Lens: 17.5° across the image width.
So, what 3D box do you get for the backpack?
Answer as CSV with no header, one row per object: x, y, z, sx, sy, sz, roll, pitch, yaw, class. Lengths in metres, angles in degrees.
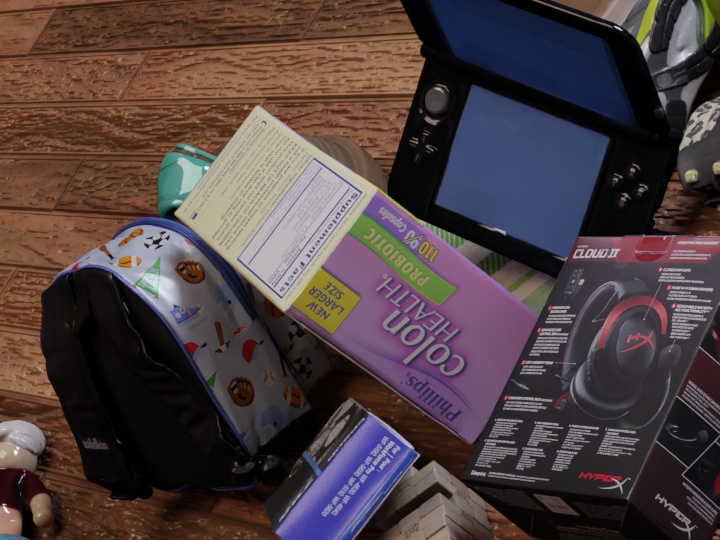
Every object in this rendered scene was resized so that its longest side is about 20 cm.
-0.128,0.055,1.665,0.200,0.191,0.154,-14,27,50,backpack

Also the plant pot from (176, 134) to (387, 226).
-0.082,-0.037,1.807,0.201,0.093,0.201,-31,36,26,plant pot

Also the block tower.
0.053,0.201,1.415,0.054,0.058,0.200,-39,34,19,block tower

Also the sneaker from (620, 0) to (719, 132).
0.186,-0.115,1.587,0.200,0.074,0.081,-57,13,-12,sneaker

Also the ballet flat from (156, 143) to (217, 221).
-0.059,-0.033,1.704,0.200,0.067,0.071,16,83,16,ballet flat

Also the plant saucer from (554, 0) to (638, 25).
0.138,-0.179,1.715,0.200,0.029,0.200,-35,26,20,plant saucer

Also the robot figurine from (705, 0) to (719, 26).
0.295,-0.217,1.494,0.200,0.116,0.175,-58,4,-15,robot figurine

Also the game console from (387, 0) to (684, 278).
0.091,-0.094,1.495,0.200,0.116,0.176,25,103,33,game console

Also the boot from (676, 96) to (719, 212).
0.261,-0.055,1.410,0.154,0.073,0.204,-22,35,41,boot

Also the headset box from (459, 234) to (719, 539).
0.169,0.063,1.395,0.148,0.075,0.200,0,57,51,headset box

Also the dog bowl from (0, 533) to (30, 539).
-0.307,0.282,1.736,0.111,0.050,0.200,38,87,22,dog bowl

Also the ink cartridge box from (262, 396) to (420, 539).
-0.016,0.136,1.511,0.100,0.039,0.200,-51,6,-4,ink cartridge box

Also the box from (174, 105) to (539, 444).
0.000,0.000,1.543,0.097,0.176,0.200,-52,31,1,box

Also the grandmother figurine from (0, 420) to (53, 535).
-0.293,0.200,1.860,0.121,0.061,0.200,-4,44,15,grandmother figurine

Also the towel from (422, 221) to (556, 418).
0.090,-0.006,1.622,0.152,0.023,0.200,-37,35,21,towel
